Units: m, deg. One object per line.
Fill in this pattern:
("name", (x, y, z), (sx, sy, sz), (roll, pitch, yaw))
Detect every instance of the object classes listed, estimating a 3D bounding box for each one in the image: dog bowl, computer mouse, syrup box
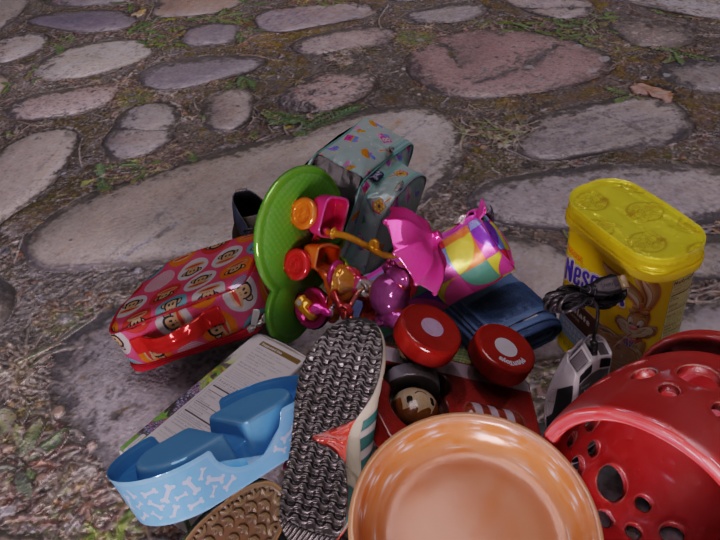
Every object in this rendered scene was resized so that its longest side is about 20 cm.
("dog bowl", (-0.122, 0.157, 0.680), (0.199, 0.050, 0.111), (-25, 12, -38))
("computer mouse", (0.207, 0.097, 0.745), (0.109, 0.201, 0.044), (-17, 29, -39))
("syrup box", (-0.140, 0.162, 0.797), (0.081, 0.079, 0.200), (21, 45, 31))

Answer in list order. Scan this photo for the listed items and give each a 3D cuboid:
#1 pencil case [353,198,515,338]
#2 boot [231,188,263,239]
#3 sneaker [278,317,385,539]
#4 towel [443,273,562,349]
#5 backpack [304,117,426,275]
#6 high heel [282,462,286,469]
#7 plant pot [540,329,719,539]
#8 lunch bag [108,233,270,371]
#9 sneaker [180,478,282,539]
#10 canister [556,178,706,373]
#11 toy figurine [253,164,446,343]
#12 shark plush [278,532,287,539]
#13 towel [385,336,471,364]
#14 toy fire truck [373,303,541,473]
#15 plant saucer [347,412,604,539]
("pencil case", (0.077, 0.003, 0.868), (0.200, 0.088, 0.089), (-33, 33, 20))
("boot", (-0.139, -0.026, 1.022), (0.074, 0.097, 0.200), (-16, 39, -14))
("sneaker", (-0.022, 0.143, 0.676), (0.070, 0.093, 0.201), (9, 70, 8))
("towel", (0.141, 0.028, 0.924), (0.111, 0.049, 0.200), (-22, 41, -21))
("backpack", (0.002, -0.104, 1.048), (0.153, 0.176, 0.200), (23, 42, 7))
("high heel", (0.010, 0.217, 0.736), (0.096, 0.067, 0.200), (-44, 59, -7))
("plant pot", (0.283, 0.159, 0.654), (0.182, 0.201, 0.200), (-31, 44, -33))
("lunch bag", (-0.191, 0.040, 0.905), (0.199, 0.082, 0.176), (-19, 23, 17))
("sneaker", (-0.151, 0.257, 0.656), (0.200, 0.067, 0.090), (-50, 18, -24))
("canister", (0.280, 0.024, 0.823), (0.086, 0.201, 0.149), (-19, 39, -17))
("toy figurine", (0.000, 0.000, 0.803), (0.183, 0.201, 0.150), (14, 7, 35))
("shark plush", (-0.054, 0.287, 0.671), (0.083, 0.091, 0.200), (3, 13, -21))
("towel", (0.075, 0.061, 0.948), (0.143, 0.023, 0.200), (4, 40, 11))
("toy fire truck", (0.087, 0.137, 0.738), (0.199, 0.112, 0.168), (15, 38, -16))
("plant saucer", (0.089, 0.208, 0.608), (0.199, 0.038, 0.201), (1, 49, -1))
